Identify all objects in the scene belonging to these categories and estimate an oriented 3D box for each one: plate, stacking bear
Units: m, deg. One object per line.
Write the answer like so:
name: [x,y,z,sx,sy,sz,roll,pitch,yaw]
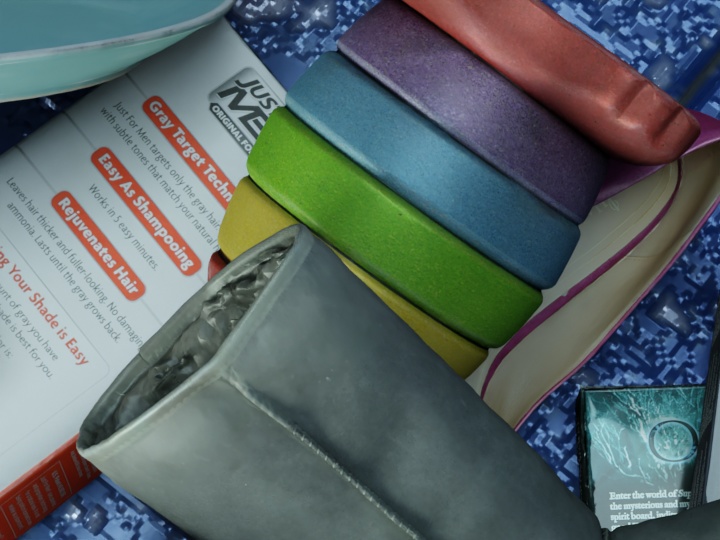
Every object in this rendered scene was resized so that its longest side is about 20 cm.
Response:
plate: [-0.141,-0.082,0.915,0.199,0.200,0.026,-2,107,-1]
stacking bear: [0.000,0.000,0.856,0.121,0.114,0.200,37,94,4]

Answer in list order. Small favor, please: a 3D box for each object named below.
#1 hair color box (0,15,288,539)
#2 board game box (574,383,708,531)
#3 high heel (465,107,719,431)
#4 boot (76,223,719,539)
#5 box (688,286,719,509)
hair color box: [-0.098,0.010,0.932,0.200,0.061,0.102,-37,75,-11]
board game box: [0.176,0.103,0.920,0.199,0.028,0.136,-1,71,0]
high heel: [0.054,0.026,0.906,0.067,0.096,0.200,49,66,-22]
boot: [0.045,0.058,0.796,0.182,0.073,0.200,-40,101,9]
box: [0.188,0.090,0.884,0.161,0.049,0.201,9,72,1]
